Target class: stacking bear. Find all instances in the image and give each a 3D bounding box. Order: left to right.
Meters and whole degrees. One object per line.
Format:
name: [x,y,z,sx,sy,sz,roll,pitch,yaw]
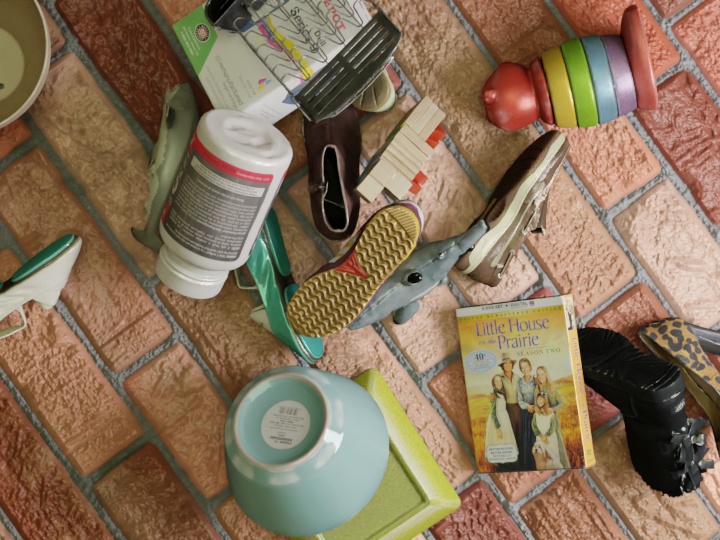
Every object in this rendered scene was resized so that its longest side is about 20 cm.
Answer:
stacking bear: [0.241,-0.221,1.584,0.199,0.121,0.115,-13,75,8]

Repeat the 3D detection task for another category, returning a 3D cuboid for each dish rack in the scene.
dish rack: [-0.057,-0.266,1.448,0.153,0.054,0.200,-45,66,11]

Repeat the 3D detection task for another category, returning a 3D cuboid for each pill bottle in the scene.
pill bottle: [-0.160,-0.070,1.503,0.110,0.111,0.201,26,118,-1]

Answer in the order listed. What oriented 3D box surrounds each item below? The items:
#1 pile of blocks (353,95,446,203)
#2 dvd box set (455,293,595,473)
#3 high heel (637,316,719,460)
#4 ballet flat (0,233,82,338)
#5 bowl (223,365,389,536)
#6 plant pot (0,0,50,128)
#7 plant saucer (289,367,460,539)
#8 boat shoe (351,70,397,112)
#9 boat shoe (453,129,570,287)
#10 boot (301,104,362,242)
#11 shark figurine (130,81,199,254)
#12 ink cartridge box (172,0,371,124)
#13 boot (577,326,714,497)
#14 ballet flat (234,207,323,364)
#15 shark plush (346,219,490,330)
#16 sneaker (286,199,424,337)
pile of blocks: [0.048,-0.121,1.548,0.062,0.082,0.200,41,43,-7]
dvd box set: [0.192,0.135,1.575,0.145,0.029,0.202,-7,90,32]
high heel: [0.390,0.152,1.576,0.141,0.072,0.201,12,59,-7]
ballet flat: [-0.400,0.031,1.580,0.199,0.069,0.070,-32,90,2]
bowl: [-0.076,0.188,1.520,0.199,0.105,0.202,-8,60,13]
plant pot: [-0.445,-0.247,1.541,0.199,0.134,0.202,0,89,-1]
plant saucer: [-0.011,0.252,1.593,0.199,0.048,0.200,-33,90,-2]
boat shoe: [-0.024,-0.274,1.599,0.073,0.063,0.201,-39,79,14]
boat shoe: [0.193,-0.070,1.601,0.075,0.075,0.203,36,94,-14]
boot: [-0.029,-0.135,1.538,0.072,0.166,0.202,-4,88,-3]
shark figurine: [-0.205,-0.113,1.558,0.089,0.128,0.216,12,90,-12]
ink cartridge box: [-0.093,-0.269,1.541,0.199,0.087,0.146,-31,76,13]
boot: [0.323,0.167,1.577,0.073,0.198,0.163,-33,121,-21]
ballet flat: [-0.107,0.022,1.593,0.070,0.067,0.201,-20,90,22]
shark plush: [0.072,0.011,1.555,0.199,0.083,0.091,-21,95,23]
sneaker: [0.000,0.000,1.536,0.200,0.090,0.075,-42,90,19]
